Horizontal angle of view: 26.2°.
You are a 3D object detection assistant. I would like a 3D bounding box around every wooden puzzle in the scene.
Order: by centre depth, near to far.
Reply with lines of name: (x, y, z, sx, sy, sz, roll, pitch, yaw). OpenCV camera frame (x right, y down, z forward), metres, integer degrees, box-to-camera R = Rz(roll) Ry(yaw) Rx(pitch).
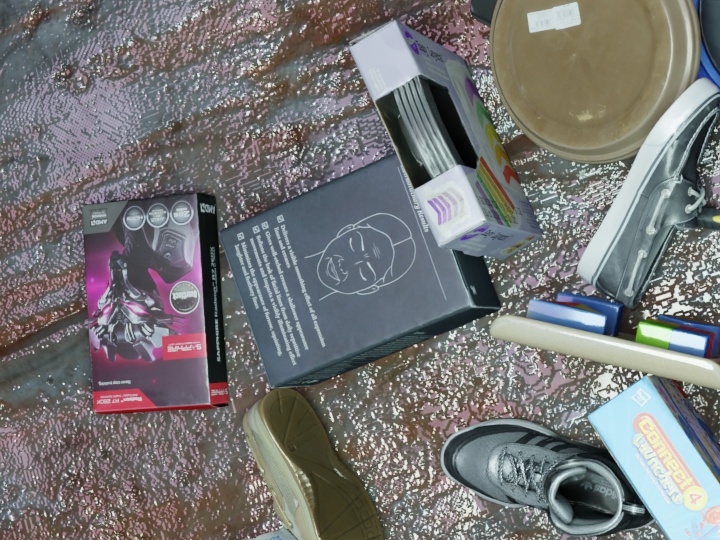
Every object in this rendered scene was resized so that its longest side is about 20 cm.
wooden puzzle: (0.214, 0.052, 1.240, 0.184, 0.200, 0.047, 12, 91, 18)

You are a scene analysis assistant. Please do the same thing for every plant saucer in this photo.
plant saucer: (0.192, -0.189, 1.314, 0.199, 0.029, 0.202, 8, 105, 34)

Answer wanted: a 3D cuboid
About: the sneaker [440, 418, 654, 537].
sneaker: (0.154, 0.173, 1.300, 0.198, 0.114, 0.076, 11, 91, 18)

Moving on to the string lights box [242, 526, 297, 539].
string lights box: (-0.127, 0.329, 1.394, 0.059, 0.103, 0.201, 41, 101, 16)

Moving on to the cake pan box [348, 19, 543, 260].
cake pan box: (0.074, -0.105, 1.294, 0.052, 0.200, 0.185, -29, 77, 17)

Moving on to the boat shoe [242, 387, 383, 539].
boat shoe: (-0.044, 0.205, 1.397, 0.065, 0.072, 0.201, -38, 80, 50)

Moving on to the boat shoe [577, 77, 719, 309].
boat shoe: (0.253, -0.060, 1.276, 0.068, 0.072, 0.201, 37, 112, 22)

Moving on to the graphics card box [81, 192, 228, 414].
graphics card box: (-0.193, 0.032, 1.456, 0.124, 0.051, 0.202, -4, 86, 18)

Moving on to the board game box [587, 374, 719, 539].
board game box: (0.269, 0.178, 1.218, 0.056, 0.200, 0.197, -36, 78, 12)

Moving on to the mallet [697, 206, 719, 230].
mallet: (0.331, -0.029, 1.294, 0.198, 0.041, 0.067, 1, 90, 23)

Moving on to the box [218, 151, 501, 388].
box: (0.000, 0.000, 1.363, 0.199, 0.107, 0.150, -22, 81, 17)

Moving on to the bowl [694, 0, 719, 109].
bowl: (0.347, -0.216, 1.260, 0.199, 0.039, 0.203, 6, 100, 37)

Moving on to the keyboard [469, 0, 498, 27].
keyboard: (0.191, -0.241, 1.332, 0.199, 0.021, 0.128, 31, 115, 25)
